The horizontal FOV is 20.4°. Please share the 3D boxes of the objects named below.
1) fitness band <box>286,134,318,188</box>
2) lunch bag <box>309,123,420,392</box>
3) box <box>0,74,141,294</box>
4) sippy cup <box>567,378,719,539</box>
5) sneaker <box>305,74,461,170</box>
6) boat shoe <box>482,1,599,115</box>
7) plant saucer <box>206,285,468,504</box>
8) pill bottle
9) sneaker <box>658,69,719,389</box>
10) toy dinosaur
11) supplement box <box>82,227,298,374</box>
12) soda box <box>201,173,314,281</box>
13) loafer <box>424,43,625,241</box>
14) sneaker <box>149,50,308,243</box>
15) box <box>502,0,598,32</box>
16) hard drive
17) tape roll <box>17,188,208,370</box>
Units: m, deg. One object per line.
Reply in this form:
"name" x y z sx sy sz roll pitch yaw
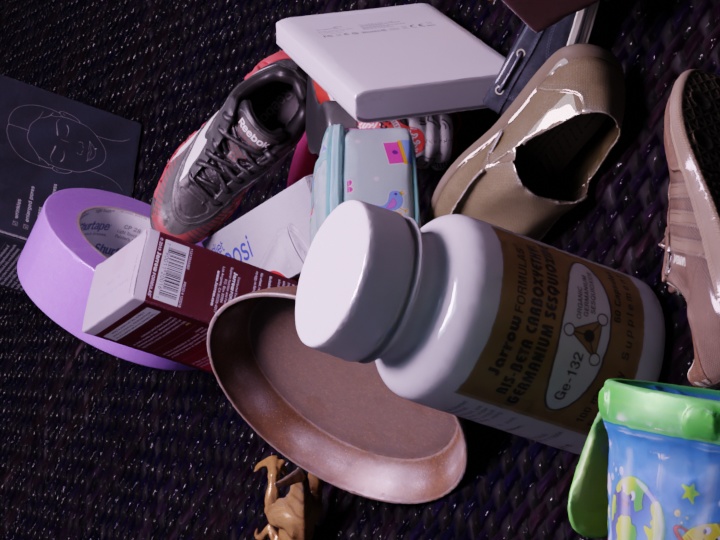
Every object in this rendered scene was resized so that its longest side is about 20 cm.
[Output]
"fitness band" -0.007 -0.127 1.670 0.200 0.037 0.144 -44 36 48
"lunch bag" 0.000 0.000 1.426 0.200 0.077 0.161 98 171 -54
"box" -0.365 -0.088 2.221 0.124 0.196 0.200 -40 38 50
"sippy cup" 0.177 0.126 0.976 0.178 0.139 0.131 27 -109 -89
"sneaker" 0.017 -0.118 1.537 0.201 0.108 0.067 -114 25 -73
"boat shoe" 0.132 -0.192 1.364 0.075 0.062 0.200 83 -157 -86
"plant saucer" -0.010 0.079 1.354 0.034 0.200 0.200 -54 11 -34
"pill bottle" 0.069 0.030 1.178 0.114 0.200 0.114 -46 33 44
"sneaker" 0.191 -0.025 1.119 0.076 0.070 0.200 -50 30 41
"toy dinosaur" -0.046 0.175 1.492 0.200 0.060 0.106 99 170 -48
"supplement box" -0.099 0.039 1.539 0.109 0.200 0.061 -29 46 57
"soda box" -0.054 -0.025 1.633 0.200 0.063 0.068 -26 82 58
"loafer" 0.106 -0.059 1.321 0.200 0.076 0.067 -59 20 27
"sneaker" -0.105 -0.100 1.657 0.200 0.071 0.098 -49 6 3
"box" 0.140 -0.289 1.239 0.200 0.166 0.164 -24 47 30
"hard drive" 0.027 -0.159 1.499 0.200 0.132 0.026 -130 35 -61
"tape roll" -0.202 0.006 1.788 0.066 0.200 0.200 -62 25 20
